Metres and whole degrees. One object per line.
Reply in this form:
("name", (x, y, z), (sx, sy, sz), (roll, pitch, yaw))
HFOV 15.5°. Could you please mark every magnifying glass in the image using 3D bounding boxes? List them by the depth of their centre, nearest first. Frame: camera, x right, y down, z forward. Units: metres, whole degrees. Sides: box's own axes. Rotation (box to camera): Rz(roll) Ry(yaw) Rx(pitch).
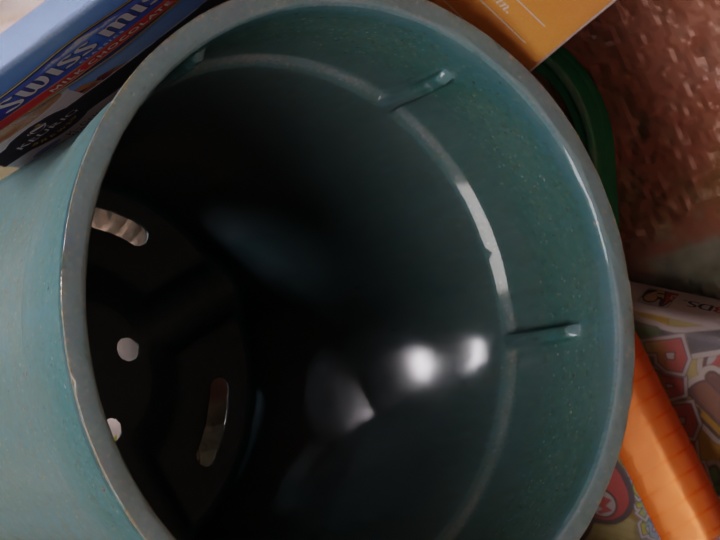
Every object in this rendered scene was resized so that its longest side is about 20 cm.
("magnifying glass", (0.074, 0.006, 0.926), (0.080, 0.022, 0.200), (-29, 87, 31))

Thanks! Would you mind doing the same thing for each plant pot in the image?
("plant pot", (-0.049, 0.026, 0.852), (0.196, 0.200, 0.200), (-15, 107, 57))

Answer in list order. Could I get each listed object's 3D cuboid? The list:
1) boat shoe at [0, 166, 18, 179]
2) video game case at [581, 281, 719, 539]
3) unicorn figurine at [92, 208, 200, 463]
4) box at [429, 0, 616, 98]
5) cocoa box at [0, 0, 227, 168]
("boat shoe", (-0.151, -0.076, 1.019), (0.201, 0.063, 0.074), (-13, 137, 36))
("video game case", (0.075, 0.091, 0.993), (0.182, 0.023, 0.200), (12, 119, 25))
("unicorn figurine", (-0.111, 0.030, 1.025), (0.137, 0.074, 0.200), (-21, 102, 49))
("box", (0.073, -0.168, 0.802), (0.124, 0.098, 0.200), (42, 128, -11))
("cocoa box", (-0.134, -0.151, 0.876), (0.133, 0.131, 0.200), (-35, 83, 11))
